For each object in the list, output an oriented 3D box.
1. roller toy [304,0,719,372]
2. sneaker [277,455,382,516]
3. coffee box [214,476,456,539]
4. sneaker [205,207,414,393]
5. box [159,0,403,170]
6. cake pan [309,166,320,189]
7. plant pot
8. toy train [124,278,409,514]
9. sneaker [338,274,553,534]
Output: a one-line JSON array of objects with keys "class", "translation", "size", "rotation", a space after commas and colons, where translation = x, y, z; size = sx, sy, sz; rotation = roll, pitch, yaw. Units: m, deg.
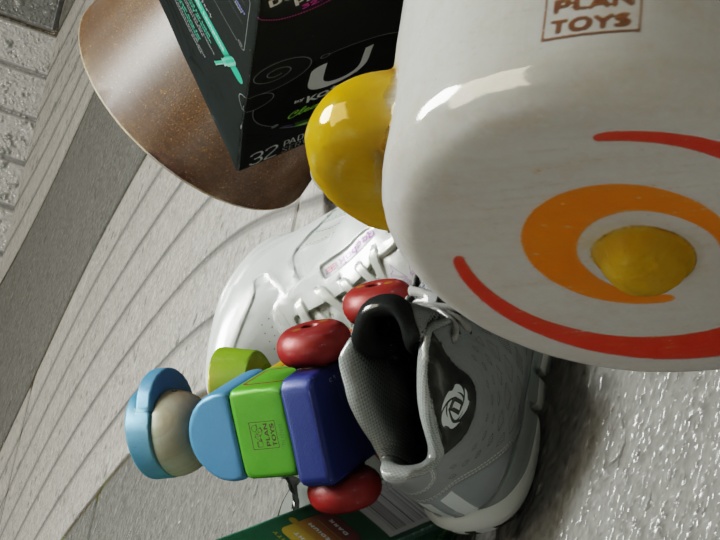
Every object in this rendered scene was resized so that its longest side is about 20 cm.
[{"class": "roller toy", "translation": [0.099, -0.054, 0.915], "size": [0.182, 0.199, 0.141], "rotation": [-42, 33, 50]}, {"class": "sneaker", "translation": [-0.011, 0.099, 1.383], "size": [0.200, 0.079, 0.074], "rotation": [131, 151, -62]}, {"class": "coffee box", "translation": [-0.042, 0.167, 1.238], "size": [0.199, 0.044, 0.124], "rotation": [-17, -40, -51]}, {"class": "sneaker", "translation": [0.000, 0.000, 1.346], "size": [0.200, 0.075, 0.100], "rotation": [-45, 17, -6]}, {"class": "box", "translation": [-0.004, -0.148, 1.056], "size": [0.200, 0.148, 0.125], "rotation": [107, 139, -72]}, {"class": "cake pan", "translation": [0.068, -0.086, 1.197], "size": [0.199, 0.037, 0.201], "rotation": [-32, 21, 14]}, {"class": "plant pot", "translation": [-0.049, -0.175, 1.714], "size": [0.200, 0.186, 0.188], "rotation": [-47, 25, 29]}, {"class": "toy train", "translation": [-0.020, 0.050, 1.270], "size": [0.200, 0.115, 0.085], "rotation": [-32, -67, -61]}, {"class": "sneaker", "translation": [0.042, 0.009, 1.189], "size": [0.075, 0.115, 0.202], "rotation": [-4, 71, 31]}]
